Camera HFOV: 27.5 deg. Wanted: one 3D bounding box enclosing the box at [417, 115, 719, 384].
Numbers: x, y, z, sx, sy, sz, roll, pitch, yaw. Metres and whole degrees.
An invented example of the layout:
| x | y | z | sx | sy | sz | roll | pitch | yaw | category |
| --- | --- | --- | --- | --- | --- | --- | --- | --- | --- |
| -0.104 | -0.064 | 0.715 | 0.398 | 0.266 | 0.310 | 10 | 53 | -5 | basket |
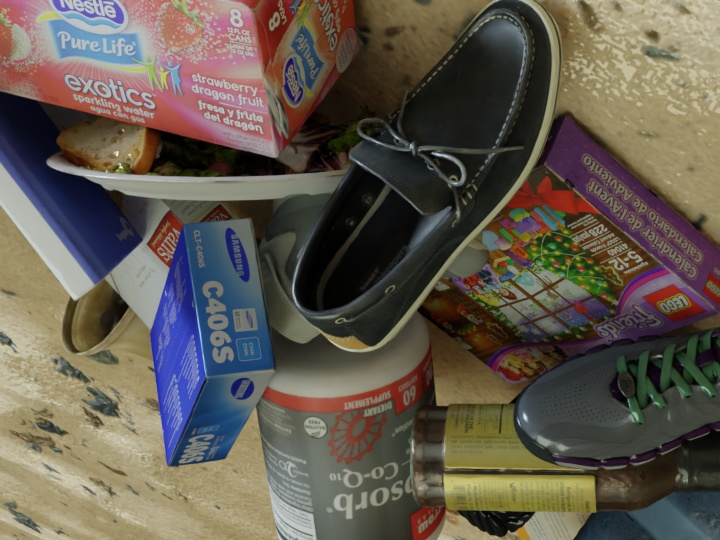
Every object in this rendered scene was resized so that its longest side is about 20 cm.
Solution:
| x | y | z | sx | sy | sz | roll | pitch | yaw | category |
| --- | --- | --- | --- | --- | --- | --- | --- | --- | --- |
| 0.105 | -0.004 | 0.875 | 0.137 | 0.039 | 0.200 | 37 | 149 | -16 | box |

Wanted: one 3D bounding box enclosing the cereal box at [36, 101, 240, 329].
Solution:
| x | y | z | sx | sy | sz | roll | pitch | yaw | category |
| --- | --- | --- | --- | --- | --- | --- | --- | --- | --- |
| -0.174 | -0.067 | 0.959 | 0.200 | 0.039 | 0.144 | 48 | 148 | 2 | cereal box |

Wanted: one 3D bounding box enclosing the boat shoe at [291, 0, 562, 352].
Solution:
| x | y | z | sx | sy | sz | roll | pitch | yaw | category |
| --- | --- | --- | --- | --- | --- | --- | --- | --- | --- |
| 0.032 | -0.048 | 0.729 | 0.075 | 0.201 | 0.062 | 40 | -169 | 30 | boat shoe |

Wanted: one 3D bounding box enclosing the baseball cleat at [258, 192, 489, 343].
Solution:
| x | y | z | sx | sy | sz | roll | pitch | yaw | category |
| --- | --- | --- | --- | --- | --- | --- | --- | --- | --- |
| 0.000 | 0.000 | 0.845 | 0.069 | 0.107 | 0.200 | 27 | 177 | -28 | baseball cleat |

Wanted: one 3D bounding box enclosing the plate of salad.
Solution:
| x | y | z | sx | sy | sz | roll | pitch | yaw | category |
| --- | --- | --- | --- | --- | --- | --- | --- | --- | --- |
| -0.074 | -0.072 | 0.817 | 0.199 | 0.200 | 0.048 | 7 | 103 | 33 | plate of salad |

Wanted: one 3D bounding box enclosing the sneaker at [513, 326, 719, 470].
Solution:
| x | y | z | sx | sy | sz | roll | pitch | yaw | category |
| --- | --- | --- | --- | --- | --- | --- | --- | --- | --- |
| 0.181 | 0.051 | 0.803 | 0.198 | 0.075 | 0.088 | -11 | 148 | -7 | sneaker |

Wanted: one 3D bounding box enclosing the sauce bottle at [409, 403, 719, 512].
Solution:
| x | y | z | sx | sy | sz | roll | pitch | yaw | category |
| --- | --- | --- | --- | --- | --- | --- | --- | --- | --- |
| 0.130 | 0.111 | 0.859 | 0.198 | 0.065 | 0.065 | 1 | 145 | 10 | sauce bottle |

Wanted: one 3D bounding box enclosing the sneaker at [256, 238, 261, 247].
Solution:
| x | y | z | sx | sy | sz | roll | pitch | yaw | category |
| --- | --- | --- | --- | --- | --- | --- | --- | --- | --- |
| -0.023 | 0.045 | 1.025 | 0.110 | 0.077 | 0.201 | -5 | 128 | 33 | sneaker |

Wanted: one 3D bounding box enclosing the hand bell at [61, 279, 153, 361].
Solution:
| x | y | z | sx | sy | sz | roll | pitch | yaw | category |
| --- | --- | --- | --- | --- | --- | --- | --- | --- | --- |
| -0.121 | 0.061 | 1.139 | 0.200 | 0.105 | 0.104 | 34 | 152 | -33 | hand bell |

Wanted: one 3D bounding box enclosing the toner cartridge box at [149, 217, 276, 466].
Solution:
| x | y | z | sx | sy | sz | roll | pitch | yaw | category |
| --- | --- | --- | --- | --- | --- | --- | --- | --- | --- |
| -0.096 | 0.051 | 0.916 | 0.043 | 0.096 | 0.200 | -6 | 161 | -16 | toner cartridge box |

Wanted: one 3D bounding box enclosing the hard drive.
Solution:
| x | y | z | sx | sy | sz | roll | pitch | yaw | category |
| --- | --- | --- | --- | --- | --- | --- | --- | --- | --- |
| -0.205 | -0.081 | 0.853 | 0.201 | 0.025 | 0.132 | 53 | -173 | -8 | hard drive |

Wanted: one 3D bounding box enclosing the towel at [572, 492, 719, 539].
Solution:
| x | y | z | sx | sy | sz | roll | pitch | yaw | category |
| --- | --- | --- | --- | --- | --- | --- | --- | --- | --- |
| 0.198 | 0.171 | 0.917 | 0.112 | 0.201 | 0.048 | 44 | -159 | 28 | towel |

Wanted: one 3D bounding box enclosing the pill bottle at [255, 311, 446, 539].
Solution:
| x | y | z | sx | sy | sz | roll | pitch | yaw | category |
| --- | --- | --- | --- | --- | --- | --- | --- | --- | --- |
| -0.004 | 0.125 | 0.950 | 0.115 | 0.116 | 0.201 | 9 | 122 | 29 | pill bottle |

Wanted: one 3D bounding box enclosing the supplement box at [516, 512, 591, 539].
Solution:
| x | y | z | sx | sy | sz | roll | pitch | yaw | category |
| --- | --- | --- | --- | --- | --- | --- | --- | --- | --- |
| 0.208 | 0.171 | 1.023 | 0.199 | 0.074 | 0.126 | 7 | 144 | 33 | supplement box |

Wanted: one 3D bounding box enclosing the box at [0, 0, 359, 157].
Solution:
| x | y | z | sx | sy | sz | roll | pitch | yaw | category |
| --- | --- | --- | --- | --- | --- | --- | --- | --- | --- |
| -0.111 | -0.143 | 0.770 | 0.199 | 0.100 | 0.096 | 15 | 139 | 22 | box |

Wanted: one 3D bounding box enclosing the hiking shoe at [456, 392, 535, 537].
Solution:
| x | y | z | sx | sy | sz | roll | pitch | yaw | category |
| --- | --- | --- | --- | --- | --- | --- | --- | --- | --- |
| 0.137 | 0.088 | 0.949 | 0.076 | 0.101 | 0.200 | 45 | 126 | -13 | hiking shoe |
